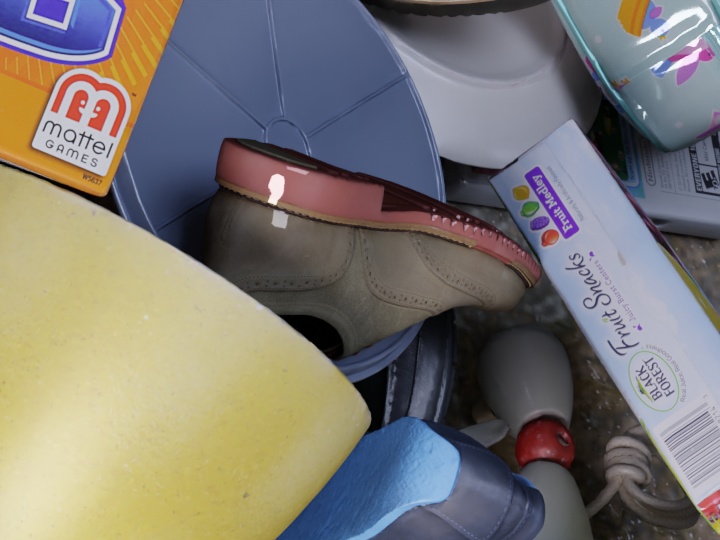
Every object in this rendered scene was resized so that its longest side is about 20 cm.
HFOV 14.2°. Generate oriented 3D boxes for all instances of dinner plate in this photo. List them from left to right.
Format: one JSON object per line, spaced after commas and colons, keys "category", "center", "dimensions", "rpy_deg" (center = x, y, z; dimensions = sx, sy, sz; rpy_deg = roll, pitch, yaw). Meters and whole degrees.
{"category": "dinner plate", "center": [0.036, -0.135, 1.363], "dimensions": [0.199, 0.024, 0.201], "rpy_deg": [20, 46, -22]}

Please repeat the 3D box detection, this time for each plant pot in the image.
{"category": "plant pot", "center": [-0.115, 0.070, 1.103], "dimensions": [0.200, 0.200, 0.142], "rpy_deg": [34, 75, -18]}

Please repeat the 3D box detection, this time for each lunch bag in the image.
{"category": "lunch bag", "center": [0.134, -0.160, 1.402], "dimensions": [0.201, 0.077, 0.160], "rpy_deg": [61, 19, 3]}

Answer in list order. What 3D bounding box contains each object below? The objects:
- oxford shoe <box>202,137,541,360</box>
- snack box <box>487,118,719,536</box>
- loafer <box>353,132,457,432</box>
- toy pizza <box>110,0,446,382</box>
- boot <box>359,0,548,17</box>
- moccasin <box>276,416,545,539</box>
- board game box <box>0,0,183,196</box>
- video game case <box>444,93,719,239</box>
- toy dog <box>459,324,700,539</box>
{"category": "oxford shoe", "center": [0.000, 0.000, 1.172], "dimensions": [0.199, 0.070, 0.075], "rpy_deg": [16, 95, -50]}
{"category": "snack box", "center": [0.141, 0.046, 1.248], "dimensions": [0.142, 0.053, 0.200], "rpy_deg": [49, 9, -52]}
{"category": "loafer", "center": [0.000, 0.005, 1.289], "dimensions": [0.070, 0.068, 0.202], "rpy_deg": [12, 54, -22]}
{"category": "toy pizza", "center": [-0.040, -0.046, 1.208], "dimensions": [0.200, 0.032, 0.201], "rpy_deg": [22, 58, -40]}
{"category": "boot", "center": [0.002, -0.193, 1.268], "dimensions": [0.199, 0.139, 0.078], "rpy_deg": [13, 51, 3]}
{"category": "moccasin", "center": [0.014, 0.106, 1.160], "dimensions": [0.068, 0.200, 0.081], "rpy_deg": [23, 80, -14]}
{"category": "board game box", "center": [-0.172, -0.161, 1.095], "dimensions": [0.199, 0.200, 0.201], "rpy_deg": [22, 88, -20]}
{"category": "video game case", "center": [0.103, -0.119, 1.457], "dimensions": [0.181, 0.024, 0.201], "rpy_deg": [7, 64, -33]}
{"category": "toy dog", "center": [0.065, 0.125, 1.273], "dimensions": [0.132, 0.096, 0.200], "rpy_deg": [40, 34, -9]}
